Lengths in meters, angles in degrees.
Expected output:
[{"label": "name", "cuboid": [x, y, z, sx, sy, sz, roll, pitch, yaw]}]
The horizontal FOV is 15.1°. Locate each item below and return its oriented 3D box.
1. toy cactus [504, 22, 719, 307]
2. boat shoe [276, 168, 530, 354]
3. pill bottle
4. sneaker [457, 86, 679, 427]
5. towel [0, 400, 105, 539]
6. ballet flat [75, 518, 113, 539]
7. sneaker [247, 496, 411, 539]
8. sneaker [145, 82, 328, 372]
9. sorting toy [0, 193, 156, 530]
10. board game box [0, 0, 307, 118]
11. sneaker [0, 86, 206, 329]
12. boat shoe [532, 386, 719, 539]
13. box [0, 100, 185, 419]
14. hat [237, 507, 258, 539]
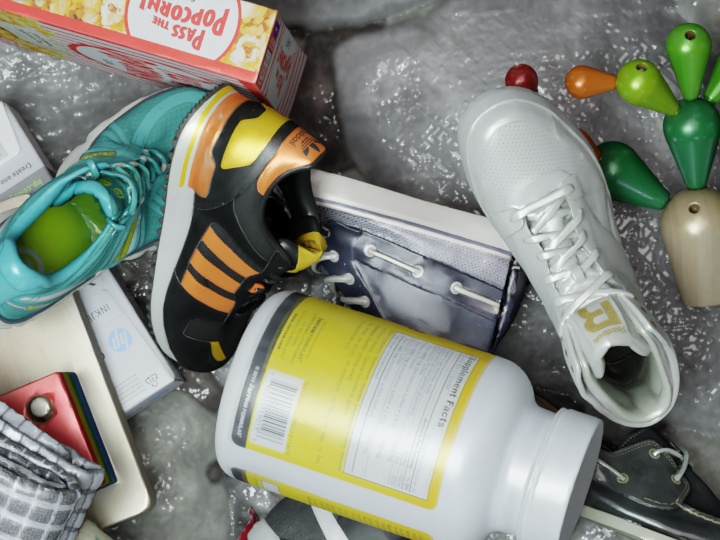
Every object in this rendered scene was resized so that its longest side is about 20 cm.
[{"label": "toy cactus", "cuboid": [0.190, -0.064, 1.580, 0.200, 0.102, 0.165, -7, 104, 3]}, {"label": "boat shoe", "cuboid": [0.000, 0.000, 1.588, 0.200, 0.075, 0.093, 15, 82, 7]}, {"label": "pill bottle", "cuboid": [0.028, 0.091, 1.513, 0.200, 0.112, 0.112, 18, 87, 12]}, {"label": "sneaker", "cuboid": [0.124, -0.004, 1.509, 0.074, 0.116, 0.200, -29, 121, 3]}, {"label": "towel", "cuboid": [-0.261, 0.134, 1.478, 0.200, 0.086, 0.166, 28, 109, 8]}, {"label": "ballet flat", "cuboid": [-0.220, 0.201, 1.560, 0.200, 0.069, 0.069, -28, 83, 15]}, {"label": "sneaker", "cuboid": [0.039, 0.188, 1.571, 0.112, 0.073, 0.200, -44, 83, 0]}, {"label": "sneaker", "cuboid": [-0.064, -0.007, 1.546, 0.090, 0.070, 0.200, 25, 133, 20]}, {"label": "sorting toy", "cuboid": [-0.249, 0.081, 1.571, 0.199, 0.070, 0.200, -22, 84, 5]}, {"label": "board game box", "cuboid": [-0.139, -0.144, 1.576, 0.200, 0.152, 0.046, 16, 86, 7]}, {"label": "sneaker", "cuboid": [-0.141, -0.037, 1.530, 0.078, 0.080, 0.200, 49, 58, -5]}, {"label": "boat shoe", "cuboid": [0.165, 0.124, 1.565, 0.200, 0.072, 0.068, 23, 88, 10]}, {"label": "box", "cuboid": [-0.223, 0.024, 1.627, 0.156, 0.041, 0.200, -33, 82, 3]}, {"label": "hat", "cuboid": [-0.120, 0.286, 1.606, 0.166, 0.176, 0.200, 52, 132, 11]}]
